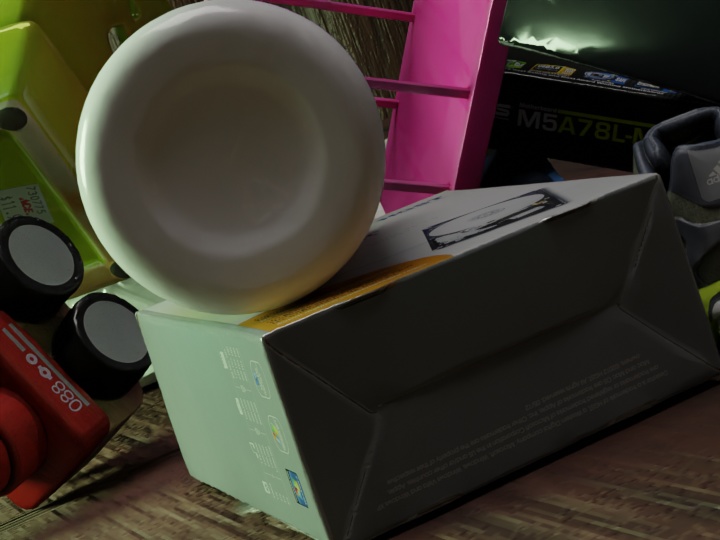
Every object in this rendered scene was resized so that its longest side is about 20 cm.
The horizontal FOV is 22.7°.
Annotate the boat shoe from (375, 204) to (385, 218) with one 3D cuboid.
[{"bbox_3d":[0.000,0.000,1.022,0.199,0.072,0.070,-19,34,-25],"label":"boat shoe"}]

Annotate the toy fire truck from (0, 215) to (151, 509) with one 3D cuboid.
[{"bbox_3d":[-0.219,0.055,0.796,0.129,0.176,0.200,-45,0,35],"label":"toy fire truck"}]

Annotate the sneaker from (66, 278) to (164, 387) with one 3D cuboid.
[{"bbox_3d":[-0.106,0.023,1.124,0.199,0.081,0.146,-34,-12,0],"label":"sneaker"}]

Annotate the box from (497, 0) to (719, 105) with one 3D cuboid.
[{"bbox_3d":[0.180,-0.112,0.786,0.140,0.080,0.199,19,13,42],"label":"box"}]

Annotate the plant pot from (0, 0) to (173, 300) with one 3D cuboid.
[{"bbox_3d":[-0.206,-0.084,0.960,0.197,0.201,0.183,-18,47,12],"label":"plant pot"}]

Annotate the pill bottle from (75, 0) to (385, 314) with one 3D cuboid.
[{"bbox_3d":[-0.046,-0.047,0.676,0.103,0.105,0.200,-20,7,0],"label":"pill bottle"}]

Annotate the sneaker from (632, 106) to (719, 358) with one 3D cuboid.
[{"bbox_3d":[0.140,-0.025,0.707,0.073,0.082,0.200,-19,7,2],"label":"sneaker"}]

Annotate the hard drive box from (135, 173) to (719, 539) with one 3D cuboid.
[{"bbox_3d":[0.015,0.028,0.681,0.155,0.077,0.200,-22,7,-18],"label":"hard drive box"}]

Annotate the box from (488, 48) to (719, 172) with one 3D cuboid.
[{"bbox_3d":[0.162,-0.089,0.951,0.198,0.048,0.193,11,19,16],"label":"box"}]

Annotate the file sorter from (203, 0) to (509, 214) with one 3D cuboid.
[{"bbox_3d":[-0.009,-0.108,0.845,0.124,0.202,0.139,5,22,-14],"label":"file sorter"}]

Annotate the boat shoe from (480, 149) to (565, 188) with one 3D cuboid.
[{"bbox_3d":[0.070,-0.028,0.927,0.068,0.085,0.200,-23,5,1],"label":"boat shoe"}]

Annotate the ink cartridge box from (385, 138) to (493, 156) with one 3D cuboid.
[{"bbox_3d":[0.046,-0.050,1.186,0.147,0.076,0.199,-25,10,-37],"label":"ink cartridge box"}]
